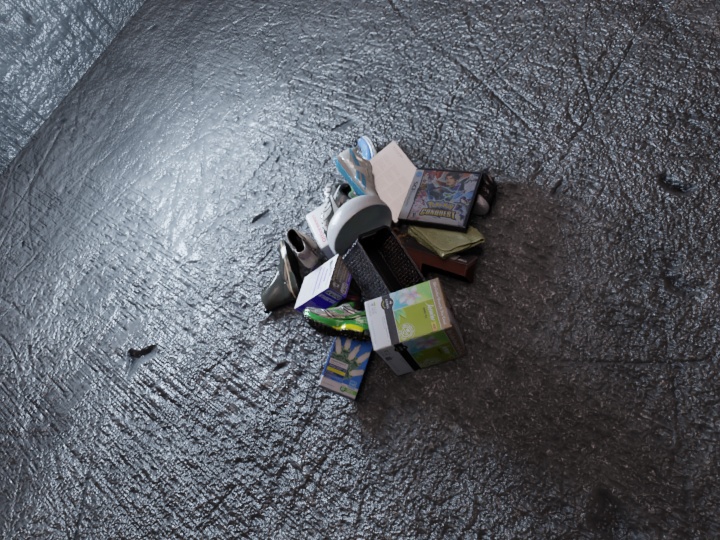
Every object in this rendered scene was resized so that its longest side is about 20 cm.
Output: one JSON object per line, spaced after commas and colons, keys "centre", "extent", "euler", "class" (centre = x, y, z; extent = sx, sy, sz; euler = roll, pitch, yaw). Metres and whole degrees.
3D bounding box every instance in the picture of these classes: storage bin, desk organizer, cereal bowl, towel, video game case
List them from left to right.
{"centre": [-0.012, -0.128, 1.493], "extent": [0.199, 0.200, 0.084], "euler": [-39, 62, -1], "class": "cereal bowl"}
{"centre": [0.061, -0.001, 1.436], "extent": [0.202, 0.134, 0.094], "euler": [58, 138, 11], "class": "storage bin"}
{"centre": [0.204, -0.017, 1.459], "extent": [0.197, 0.079, 0.071], "euler": [18, 27, 29], "class": "desk organizer"}
{"centre": [0.218, -0.198, 1.494], "extent": [0.196, 0.026, 0.183], "euler": [9, 64, 28], "class": "video game case"}
{"centre": [0.228, -0.100, 1.471], "extent": [0.146, 0.037, 0.200], "euler": [-19, 32, -18], "class": "towel"}

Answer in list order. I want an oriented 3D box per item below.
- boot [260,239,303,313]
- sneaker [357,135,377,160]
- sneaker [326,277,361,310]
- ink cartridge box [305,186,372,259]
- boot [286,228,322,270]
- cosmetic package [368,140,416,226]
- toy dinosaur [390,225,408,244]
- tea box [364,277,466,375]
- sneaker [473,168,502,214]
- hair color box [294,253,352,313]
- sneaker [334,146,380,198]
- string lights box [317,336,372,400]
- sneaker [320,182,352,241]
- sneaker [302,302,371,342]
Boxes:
{"centre": [-0.255, 0.017, 1.652], "extent": [0.137, 0.077, 0.203], "euler": [-27, 56, 13], "class": "boot"}
{"centre": [0.020, -0.338, 1.715], "extent": [0.088, 0.079, 0.203], "euler": [-22, 58, 7], "class": "sneaker"}
{"centre": [-0.027, 0.074, 1.521], "extent": [0.083, 0.077, 0.202], "euler": [33, 98, -6], "class": "sneaker"}
{"centre": [-0.047, -0.146, 1.639], "extent": [0.198, 0.088, 0.147], "euler": [-30, 56, 3], "class": "ink cartridge box"}
{"centre": [-0.178, -0.081, 1.623], "extent": [0.070, 0.146, 0.200], "euler": [-42, 56, -1], "class": "boot"}
{"centre": [0.102, -0.256, 1.614], "extent": [0.150, 0.052, 0.201], "euler": [-38, 80, 2], "class": "cosmetic package"}
{"centre": [0.072, -0.077, 1.569], "extent": [0.196, 0.060, 0.108], "euler": [-3, 65, 21], "class": "toy dinosaur"}
{"centre": [0.139, 0.143, 1.344], "extent": [0.193, 0.200, 0.136], "euler": [-20, 58, 12], "class": "tea box"}
{"centre": [0.307, -0.242, 1.553], "extent": [0.199, 0.076, 0.114], "euler": [35, 74, 33], "class": "sneaker"}
{"centre": [-0.100, 0.045, 1.508], "extent": [0.199, 0.064, 0.111], "euler": [-33, 34, 52], "class": "hair color box"}
{"centre": [0.008, -0.266, 1.562], "extent": [0.080, 0.077, 0.202], "euler": [-33, 80, -10], "class": "sneaker"}
{"centre": [-0.031, 0.225, 1.435], "extent": [0.101, 0.059, 0.203], "euler": [20, 71, -2], "class": "string lights box"}
{"centre": [-0.062, -0.174, 1.568], "extent": [0.089, 0.067, 0.204], "euler": [-10, 58, 20], "class": "sneaker"}
{"centre": [-0.056, 0.123, 1.403], "extent": [0.196, 0.078, 0.087], "euler": [10, 61, 15], "class": "sneaker"}
